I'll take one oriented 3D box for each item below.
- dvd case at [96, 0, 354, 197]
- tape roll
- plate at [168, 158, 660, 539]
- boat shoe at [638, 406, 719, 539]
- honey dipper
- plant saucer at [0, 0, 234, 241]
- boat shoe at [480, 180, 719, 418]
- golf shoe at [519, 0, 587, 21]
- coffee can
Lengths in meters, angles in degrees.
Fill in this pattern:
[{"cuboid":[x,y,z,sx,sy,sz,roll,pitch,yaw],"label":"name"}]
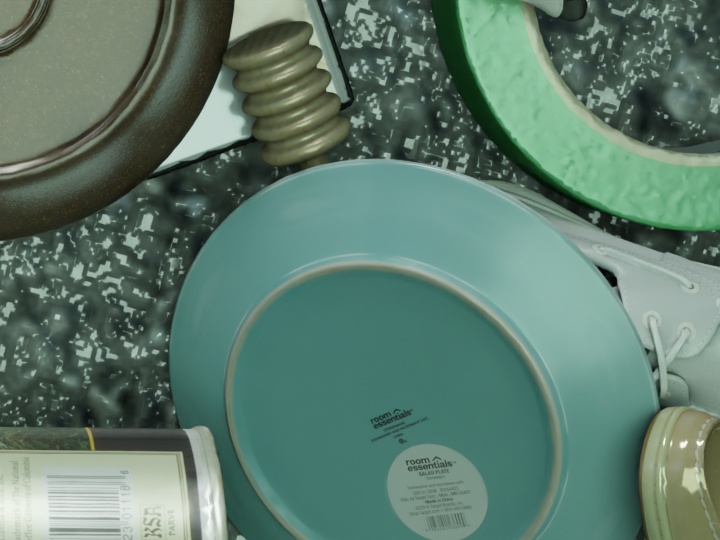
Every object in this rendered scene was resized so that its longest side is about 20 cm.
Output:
[{"cuboid":[-0.100,-0.134,1.049,0.143,0.018,0.200,-20,98,-7],"label":"dvd case"},{"cuboid":[0.130,-0.117,1.078,0.200,0.048,0.201,-1,96,-9],"label":"tape roll"},{"cuboid":[0.015,0.055,1.029,0.200,0.026,0.200,8,114,19],"label":"plate"},{"cuboid":[0.169,0.127,1.016,0.200,0.065,0.072,58,41,-24],"label":"boat shoe"},{"cuboid":[0.000,0.000,1.061,0.038,0.038,0.200,-25,107,-7],"label":"honey dipper"},{"cuboid":[-0.145,-0.109,1.020,0.200,0.032,0.200,-1,96,-10],"label":"plant saucer"},{"cuboid":[0.104,0.020,1.031,0.200,0.069,0.072,30,114,17],"label":"boat shoe"},{"cuboid":[0.106,-0.186,1.010,0.092,0.073,0.200,38,98,-18],"label":"golf shoe"},{"cuboid":[-0.156,0.129,1.000,0.200,0.146,0.147,2,95,-11],"label":"coffee can"}]
